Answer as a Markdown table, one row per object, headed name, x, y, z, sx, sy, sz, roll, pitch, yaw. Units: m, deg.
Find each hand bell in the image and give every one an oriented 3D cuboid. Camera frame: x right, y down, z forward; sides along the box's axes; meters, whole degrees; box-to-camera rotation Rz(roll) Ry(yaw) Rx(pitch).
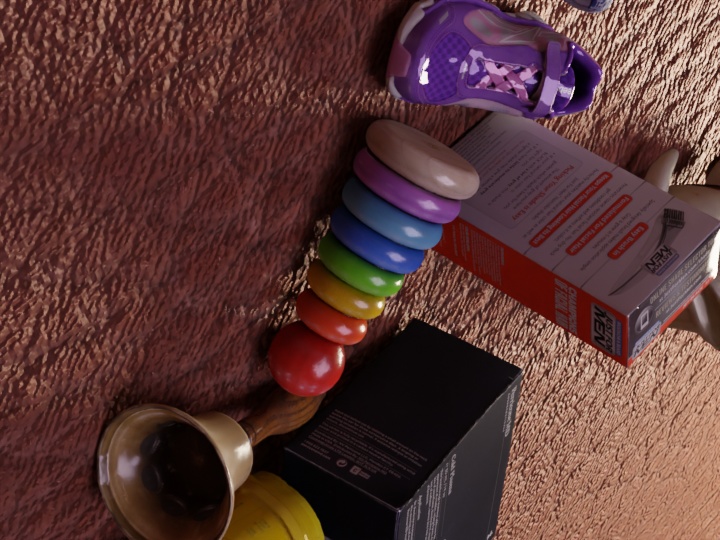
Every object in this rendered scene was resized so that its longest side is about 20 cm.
| name | x | y | z | sx | sy | sz | roll | pitch | yaw |
| --- | --- | --- | --- | --- | --- | --- | --- | --- | --- |
| hand bell | -0.080 | 0.112 | 1.015 | 0.200 | 0.104 | 0.104 | -26 | 138 | -60 |

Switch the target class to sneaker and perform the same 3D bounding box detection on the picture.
| name | x | y | z | sx | sy | sz | roll | pitch | yaw |
| --- | --- | --- | --- | --- | --- | --- | --- | --- | --- |
| sneaker | 0.100 | -0.140 | 1.015 | 0.200 | 0.088 | 0.081 | -6 | 123 | -51 |

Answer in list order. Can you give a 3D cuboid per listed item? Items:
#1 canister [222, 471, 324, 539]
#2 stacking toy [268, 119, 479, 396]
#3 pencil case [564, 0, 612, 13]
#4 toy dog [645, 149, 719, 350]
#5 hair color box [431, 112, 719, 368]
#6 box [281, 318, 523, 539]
| name | x | y | z | sx | sy | sz | roll | pitch | yaw |
| --- | --- | --- | --- | --- | --- | --- | --- | --- | --- |
| canister | -0.128 | 0.249 | 1.044 | 0.200 | 0.087 | 0.149 | -26 | 136 | -38 |
| stacking toy | 0.000 | 0.000 | 1.017 | 0.085 | 0.085 | 0.200 | 6 | 118 | -56 |
| pencil case | 0.198 | -0.274 | 1.036 | 0.200 | 0.083 | 0.091 | -47 | 169 | -18 |
| toy dog | 0.336 | -0.043 | 1.397 | 0.200 | 0.139 | 0.194 | -33 | 105 | -32 |
| hair color box | 0.145 | -0.029 | 1.068 | 0.111 | 0.200 | 0.064 | -41 | 145 | -24 |
| box | 0.029 | 0.176 | 1.152 | 0.182 | 0.104 | 0.200 | -41 | 147 | -42 |
